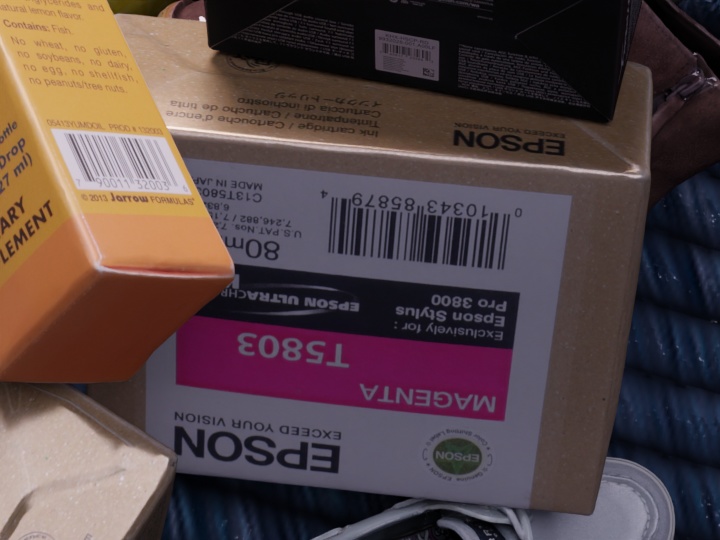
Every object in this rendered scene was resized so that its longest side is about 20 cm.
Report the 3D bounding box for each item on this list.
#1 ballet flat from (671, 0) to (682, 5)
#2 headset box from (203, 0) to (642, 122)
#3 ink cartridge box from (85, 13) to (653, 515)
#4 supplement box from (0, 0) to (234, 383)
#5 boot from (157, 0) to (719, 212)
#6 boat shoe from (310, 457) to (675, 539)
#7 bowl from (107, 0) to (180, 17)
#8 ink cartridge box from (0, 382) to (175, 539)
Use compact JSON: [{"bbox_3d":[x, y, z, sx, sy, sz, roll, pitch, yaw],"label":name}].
[{"bbox_3d":[0.035,-0.096,1.032,0.198,0.068,0.069,0,110,-1],"label":"ballet flat"},{"bbox_3d":[0.040,-0.161,0.897,0.148,0.075,0.201,12,54,10],"label":"headset box"},{"bbox_3d":[0.000,0.000,0.920,0.198,0.166,0.075,5,38,2],"label":"ink cartridge box"},{"bbox_3d":[-0.117,-0.064,0.825,0.069,0.067,0.201,4,53,-47],"label":"supplement box"},{"bbox_3d":[0.040,-0.073,0.950,0.200,0.166,0.073,36,39,-29],"label":"boot"},{"bbox_3d":[0.038,0.120,0.968,0.200,0.072,0.070,-17,79,-16],"label":"boat shoe"},{"bbox_3d":[-0.121,-0.181,0.937,0.199,0.108,0.202,1,87,-16],"label":"bowl"},{"bbox_3d":[-0.147,0.145,0.865,0.075,0.165,0.201,31,71,2],"label":"ink cartridge box"}]
